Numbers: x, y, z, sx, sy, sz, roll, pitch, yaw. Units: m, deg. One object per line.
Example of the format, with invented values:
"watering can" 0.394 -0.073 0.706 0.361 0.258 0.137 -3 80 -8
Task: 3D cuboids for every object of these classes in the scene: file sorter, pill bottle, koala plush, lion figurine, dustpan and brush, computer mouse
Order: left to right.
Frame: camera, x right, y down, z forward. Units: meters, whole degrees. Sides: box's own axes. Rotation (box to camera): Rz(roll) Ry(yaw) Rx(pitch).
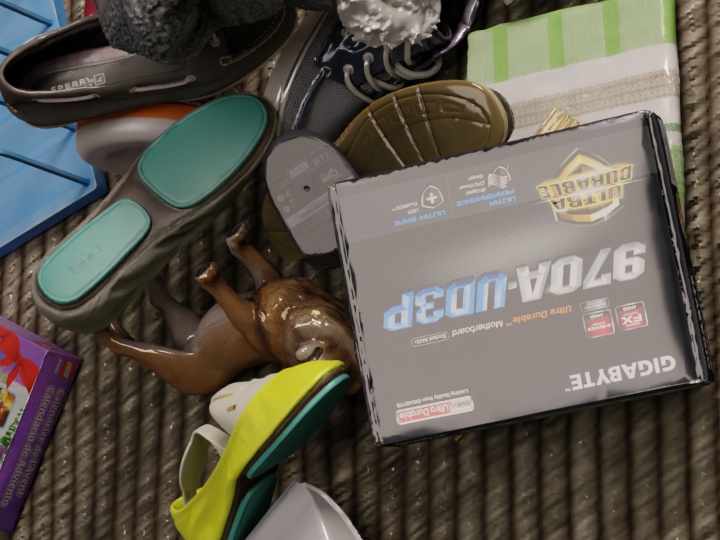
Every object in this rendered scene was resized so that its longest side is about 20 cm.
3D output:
"file sorter" -0.294 -0.126 1.632 0.139 0.123 0.200 -29 63 27
"pill bottle" -0.135 -0.171 1.536 0.113 0.113 0.200 -7 73 34
"lion figurine" -0.084 0.044 1.470 0.200 0.123 0.073 -17 31 48
"koala plush" -0.053 -0.210 1.379 0.184 0.200 0.178 -64 37 43
"dustpan and brush" -0.015 0.248 1.387 0.140 0.057 0.200 -53 48 25
"computer mouse" 0.000 0.000 1.376 0.059 0.034 0.200 -30 77 11

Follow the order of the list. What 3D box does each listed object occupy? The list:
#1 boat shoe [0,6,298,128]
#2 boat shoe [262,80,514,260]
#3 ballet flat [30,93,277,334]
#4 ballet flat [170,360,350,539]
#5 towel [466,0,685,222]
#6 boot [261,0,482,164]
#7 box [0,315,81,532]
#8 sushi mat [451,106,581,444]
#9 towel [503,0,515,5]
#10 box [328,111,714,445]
"boat shoe" -0.138 -0.141 1.440 0.200 0.057 0.067 -18 75 4
"boat shoe" 0.023 -0.067 1.412 0.201 0.066 0.072 -30 81 37
"ballet flat" -0.131 -0.037 1.456 0.200 0.064 0.067 -43 65 -7
"ballet flat" -0.073 0.111 1.407 0.067 0.067 0.200 43 133 15
"towel" 0.134 -0.067 1.375 0.149 0.031 0.200 -9 71 31
"boot" 0.010 -0.141 1.448 0.090 0.073 0.200 28 94 43
"box" -0.305 0.090 1.635 0.200 0.039 0.137 24 93 37
"sushi mat" 0.091 0.002 1.355 0.200 0.012 0.096 -52 55 10
"towel" 0.117 -0.293 1.371 0.192 0.035 0.200 -33 91 16
"box" 0.093 0.007 1.298 0.200 0.046 0.159 -12 82 16
